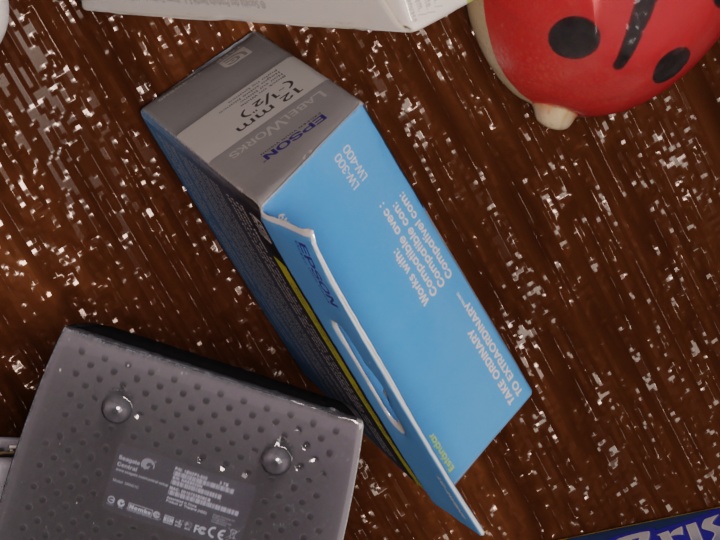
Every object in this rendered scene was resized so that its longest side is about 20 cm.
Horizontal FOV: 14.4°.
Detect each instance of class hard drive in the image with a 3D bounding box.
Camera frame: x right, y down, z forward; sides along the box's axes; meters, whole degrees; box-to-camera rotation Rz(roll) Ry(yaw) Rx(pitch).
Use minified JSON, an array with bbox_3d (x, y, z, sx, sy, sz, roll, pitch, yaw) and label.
[{"bbox_3d":[-0.080,0.124,1.127,0.135,0.042,0.200,17,109,3],"label":"hard drive"}]

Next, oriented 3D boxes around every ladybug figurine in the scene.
[{"bbox_3d":[0.115,-0.150,1.165,0.136,0.072,0.200,11,103,-23],"label":"ladybug figurine"}]

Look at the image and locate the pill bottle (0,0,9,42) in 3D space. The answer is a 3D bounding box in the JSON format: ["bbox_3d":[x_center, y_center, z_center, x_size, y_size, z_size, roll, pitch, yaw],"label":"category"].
[{"bbox_3d":[-0.200,-0.081,1.028,0.112,0.112,0.200,31,107,-25],"label":"pill bottle"}]

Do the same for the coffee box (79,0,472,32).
[{"bbox_3d":[0.000,-0.216,1.004,0.198,0.200,0.200,-31,116,-32],"label":"coffee box"}]

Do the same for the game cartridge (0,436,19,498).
[{"bbox_3d":[-0.115,0.136,1.190,0.200,0.041,0.133,3,102,-21],"label":"game cartridge"}]

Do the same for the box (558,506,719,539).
[{"bbox_3d":[0.178,0.147,1.285,0.200,0.064,0.070,-10,110,-18],"label":"box"}]

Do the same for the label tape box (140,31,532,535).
[{"bbox_3d":[0.000,0.000,1.098,0.066,0.200,0.143,-35,115,-9],"label":"label tape box"}]
